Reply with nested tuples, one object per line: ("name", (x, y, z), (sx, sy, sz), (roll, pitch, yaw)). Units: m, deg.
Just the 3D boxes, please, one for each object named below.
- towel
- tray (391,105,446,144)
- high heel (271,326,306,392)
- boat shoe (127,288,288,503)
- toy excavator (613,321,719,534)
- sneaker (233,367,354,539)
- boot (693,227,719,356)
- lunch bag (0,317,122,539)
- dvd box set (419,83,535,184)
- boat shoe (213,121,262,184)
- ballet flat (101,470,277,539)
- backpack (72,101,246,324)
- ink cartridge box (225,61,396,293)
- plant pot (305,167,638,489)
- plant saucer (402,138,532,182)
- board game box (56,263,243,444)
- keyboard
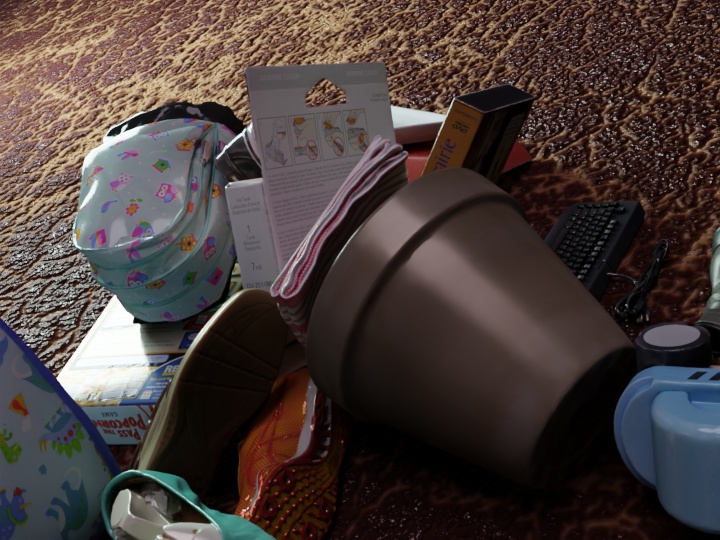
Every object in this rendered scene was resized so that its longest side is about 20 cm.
("towel", (0.000, 0.000, 0.828), (0.030, 0.200, 0.147), (29, 75, 20))
("tray", (0.010, -0.151, 1.114), (0.107, 0.022, 0.200), (-10, 17, -23))
("high heel", (-0.048, 0.061, 0.899), (0.096, 0.068, 0.200), (8, 43, 29))
("boat shoe", (-0.123, 0.100, 0.807), (0.072, 0.072, 0.200), (29, 95, 60))
("toy excavator", (0.230, 0.116, 0.607), (0.194, 0.100, 0.200), (1, 22, 30))
("sneaker", (-0.058, 0.148, 0.785), (0.077, 0.073, 0.200), (-22, 22, 25))
("boot", (0.351, 0.016, 0.791), (0.200, 0.068, 0.131), (-7, 38, 29))
("lunch bag", (-0.280, 0.146, 0.753), (0.127, 0.200, 0.170), (1, 37, 25))
("dvd box set", (0.070, -0.048, 0.856), (0.029, 0.200, 0.146), (29, 22, 15))
("boat shoe", (-0.055, -0.055, 0.965), (0.071, 0.200, 0.072), (-26, 36, 20))
("ballet flat", (-0.113, 0.176, 0.675), (0.200, 0.070, 0.068), (14, 86, 54))
("backpack", (-0.179, -0.051, 0.959), (0.167, 0.127, 0.200), (-18, 48, 20))
("ink cartridge box", (-0.034, -0.079, 0.881), (0.043, 0.174, 0.200), (-6, 7, 35))
("plant pot", (0.092, 0.054, 0.753), (0.200, 0.200, 0.173), (-36, 53, -27))
("plant saucer", (0.045, -0.115, 1.083), (0.199, 0.037, 0.200), (6, 18, 32))
("board game box", (-0.176, 0.070, 0.961), (0.151, 0.046, 0.200), (-4, 35, 21))
("keyboard", (0.200, -0.002, 0.917), (0.127, 0.021, 0.200), (6, 40, 32))
